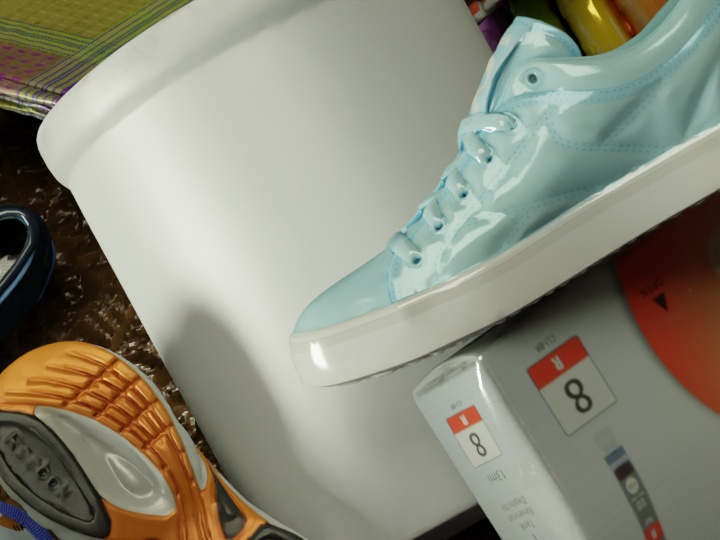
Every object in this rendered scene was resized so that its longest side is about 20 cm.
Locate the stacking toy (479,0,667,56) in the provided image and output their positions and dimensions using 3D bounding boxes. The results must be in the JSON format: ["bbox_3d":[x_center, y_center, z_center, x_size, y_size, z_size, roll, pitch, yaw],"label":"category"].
[{"bbox_3d":[0.090,-0.090,1.193,0.199,0.116,0.110,-33,6,13],"label":"stacking toy"}]

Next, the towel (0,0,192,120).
[{"bbox_3d":[-0.089,-0.092,1.258,0.199,0.023,0.144,15,32,26],"label":"towel"}]

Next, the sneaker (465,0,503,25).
[{"bbox_3d":[0.029,-0.148,1.189,0.077,0.082,0.200,-49,11,-16],"label":"sneaker"}]

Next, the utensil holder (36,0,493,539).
[{"bbox_3d":[0.000,0.000,1.056,0.169,0.170,0.201,-28,83,-4],"label":"utensil holder"}]

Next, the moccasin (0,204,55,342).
[{"bbox_3d":[-0.213,0.035,1.188,0.080,0.068,0.200,42,73,4],"label":"moccasin"}]

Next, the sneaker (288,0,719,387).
[{"bbox_3d":[0.053,-0.036,0.940,0.199,0.074,0.082,-31,92,-7],"label":"sneaker"}]

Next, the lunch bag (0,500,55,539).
[{"bbox_3d":[-0.121,0.176,0.983,0.124,0.200,0.170,-33,50,-8],"label":"lunch bag"}]

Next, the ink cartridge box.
[{"bbox_3d":[0.130,0.082,0.968,0.162,0.050,0.200,-32,86,-38],"label":"ink cartridge box"}]

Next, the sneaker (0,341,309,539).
[{"bbox_3d":[-0.051,0.110,1.005,0.076,0.092,0.200,-38,81,-7],"label":"sneaker"}]
